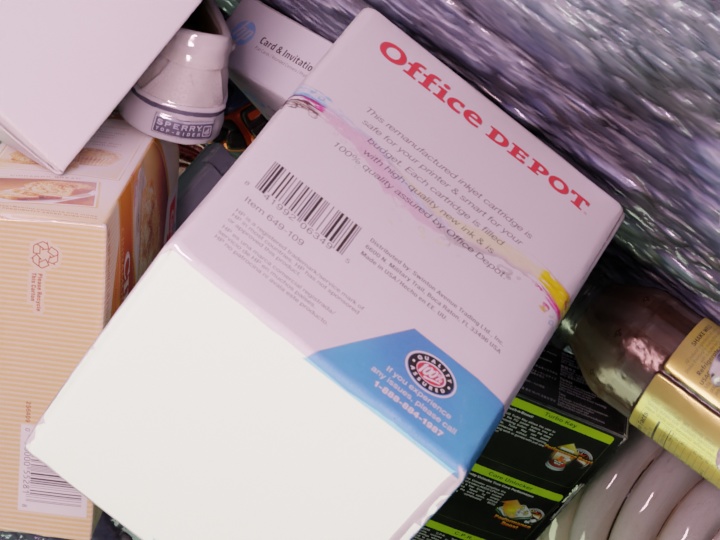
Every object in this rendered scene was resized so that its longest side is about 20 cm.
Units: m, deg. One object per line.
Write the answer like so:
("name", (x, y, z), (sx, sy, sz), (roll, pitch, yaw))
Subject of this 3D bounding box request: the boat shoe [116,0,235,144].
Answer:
("boat shoe", (-0.103, -0.140, 1.376), (0.071, 0.070, 0.200), (7, -150, -21))

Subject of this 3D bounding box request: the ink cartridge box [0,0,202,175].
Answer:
("ink cartridge box", (-0.184, -0.165, 1.287), (0.146, 0.147, 0.200), (44, 171, -38))

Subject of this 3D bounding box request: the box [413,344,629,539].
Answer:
("box", (0.003, 0.085, 1.394), (0.199, 0.048, 0.193), (22, 134, -13))

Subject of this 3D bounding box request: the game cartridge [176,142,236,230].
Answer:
("game cartridge", (-0.057, 0.048, 1.498), (0.200, 0.133, 0.041), (51, 154, -20))

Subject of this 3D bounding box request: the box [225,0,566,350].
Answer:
("box", (0.023, -0.048, 1.435), (0.156, 0.041, 0.200), (33, 172, 37))

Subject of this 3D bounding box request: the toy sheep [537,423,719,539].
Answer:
("toy sheep", (0.159, 0.120, 1.452), (0.200, 0.138, 0.138), (32, 171, 38))

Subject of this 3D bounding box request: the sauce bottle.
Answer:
("sauce bottle", (0.153, 0.051, 1.327), (0.200, 0.065, 0.065), (38, 173, 12))

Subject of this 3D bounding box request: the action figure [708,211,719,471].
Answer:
("action figure", (0.188, 0.058, 1.040), (0.200, 0.102, 0.119), (39, -175, -17))

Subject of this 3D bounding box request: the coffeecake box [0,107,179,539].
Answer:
("coffeecake box", (-0.138, 0.013, 1.321), (0.073, 0.154, 0.200), (6, -159, 4))

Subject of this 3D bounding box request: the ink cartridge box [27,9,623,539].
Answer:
("ink cartridge box", (-0.011, 0.022, 1.180), (0.147, 0.200, 0.146), (38, 131, -1))

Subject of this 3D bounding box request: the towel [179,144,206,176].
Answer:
("towel", (-0.036, -0.005, 1.605), (0.200, 0.023, 0.144), (38, 172, 1))

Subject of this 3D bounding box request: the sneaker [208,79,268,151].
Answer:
("sneaker", (-0.132, -0.136, 1.531), (0.200, 0.075, 0.078), (41, 176, -13))
